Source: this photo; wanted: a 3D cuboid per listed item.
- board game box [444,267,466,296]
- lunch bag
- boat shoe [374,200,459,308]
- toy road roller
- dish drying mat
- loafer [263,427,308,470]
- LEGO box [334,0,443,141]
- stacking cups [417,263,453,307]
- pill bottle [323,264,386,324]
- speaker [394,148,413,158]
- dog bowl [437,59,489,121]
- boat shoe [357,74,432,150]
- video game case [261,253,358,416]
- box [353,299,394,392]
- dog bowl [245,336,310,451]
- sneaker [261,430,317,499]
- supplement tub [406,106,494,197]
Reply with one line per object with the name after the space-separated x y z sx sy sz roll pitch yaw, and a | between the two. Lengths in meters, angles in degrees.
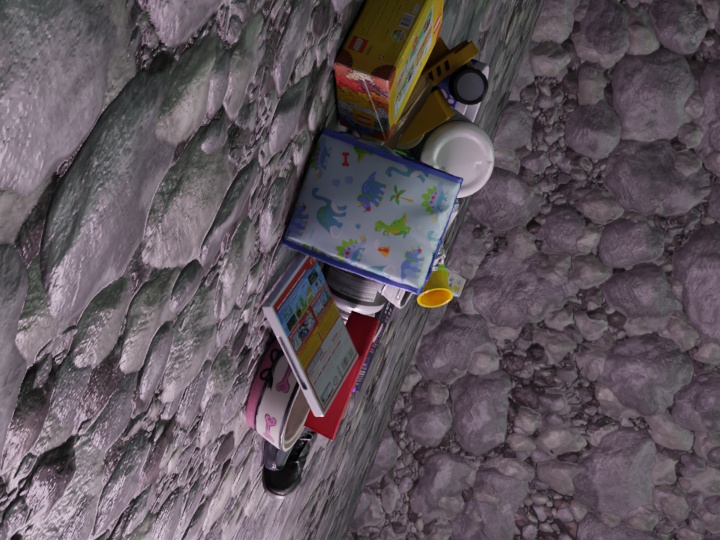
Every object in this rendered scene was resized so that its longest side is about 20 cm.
0.081 0.001 1.688 0.200 0.134 0.034 1 -114 64 | board game box
0.021 -0.080 1.273 0.127 0.198 0.171 -24 134 -75 | lunch bag
0.102 -0.028 1.473 0.073 0.065 0.201 -16 146 -56 | boat shoe
0.102 -0.303 1.521 0.199 0.147 0.123 -34 -171 8 | toy road roller
-0.028 0.164 1.493 0.018 0.077 0.202 27 82 -35 | dish drying mat
-0.110 0.255 1.628 0.202 0.070 0.068 -69 160 1 | loafer
0.042 -0.302 1.267 0.149 0.077 0.201 87 27 -67 | LEGO box
0.104 -0.039 1.563 0.061 0.060 0.201 96 -14 -57 | stacking cups
0.000 0.000 1.568 0.114 0.113 0.202 -41 151 -68 | pill bottle
0.042 -0.161 1.538 0.200 0.088 0.089 -19 130 -77 | speaker
0.200 -0.351 1.989 0.200 0.078 0.202 23 90 -80 | dog bowl
0.027 -0.216 1.404 0.201 0.066 0.074 -53 168 -11 | boat shoe
-0.069 0.090 1.375 0.143 0.017 0.201 -56 132 -48 | video game case
-0.018 0.109 1.718 0.122 0.105 0.202 45 67 -78 | box
-0.111 0.176 1.470 0.200 0.073 0.202 21 90 -80 | dog bowl
-0.122 0.313 1.700 0.200 0.076 0.115 -61 166 -51 | sneaker
0.150 -0.216 1.667 0.200 0.131 0.133 -116 -137 -68 | supplement tub
